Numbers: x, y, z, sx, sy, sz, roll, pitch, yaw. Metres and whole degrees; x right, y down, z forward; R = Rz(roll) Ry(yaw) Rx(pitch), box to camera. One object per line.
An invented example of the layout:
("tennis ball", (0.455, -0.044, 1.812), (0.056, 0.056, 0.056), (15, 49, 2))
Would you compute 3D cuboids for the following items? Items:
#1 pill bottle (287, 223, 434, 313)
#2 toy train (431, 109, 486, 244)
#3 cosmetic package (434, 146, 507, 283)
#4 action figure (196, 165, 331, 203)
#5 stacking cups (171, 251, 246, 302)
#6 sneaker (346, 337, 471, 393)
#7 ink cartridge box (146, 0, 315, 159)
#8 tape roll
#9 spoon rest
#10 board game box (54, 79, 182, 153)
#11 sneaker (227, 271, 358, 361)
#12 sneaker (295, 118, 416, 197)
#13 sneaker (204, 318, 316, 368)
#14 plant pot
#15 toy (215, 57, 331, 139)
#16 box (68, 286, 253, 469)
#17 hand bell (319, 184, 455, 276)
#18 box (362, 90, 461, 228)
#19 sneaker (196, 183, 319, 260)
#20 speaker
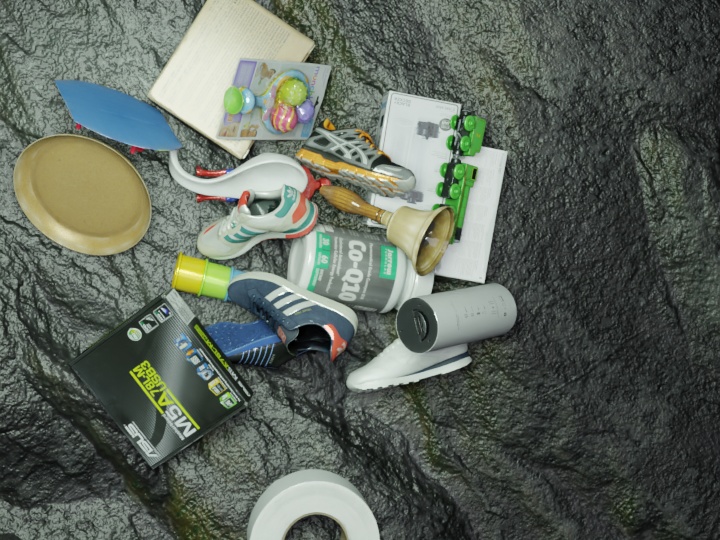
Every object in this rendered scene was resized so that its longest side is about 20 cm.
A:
("pill bottle", (0.000, 0.000, 1.526), (0.198, 0.113, 0.115), (9, 92, -18))
("toy train", (0.143, -0.133, 1.526), (0.056, 0.041, 0.203), (10, 92, -44))
("cosmetic package", (0.163, -0.088, 1.582), (0.081, 0.051, 0.203), (10, 92, -6))
("action figure", (-0.141, -0.127, 1.532), (0.197, 0.052, 0.066), (1, 98, -8))
("stacking cups", (-0.176, 0.020, 1.535), (0.197, 0.060, 0.061), (11, 92, -13))
("sneaker", (0.068, 0.131, 1.579), (0.198, 0.076, 0.082), (-16, 88, -15))
("ink cartridge box", (-0.187, -0.286, 1.500), (0.164, 0.075, 0.201), (33, 88, -11))
("tape roll", (-0.071, 0.407, 1.569), (0.200, 0.071, 0.205), (-1, 93, -9))
("spoon rest", (-0.172, -0.132, 1.463), (0.197, 0.100, 0.061), (7, 58, -7))
("board game box", (-0.337, -0.198, 1.432), (0.157, 0.200, 0.039), (12, 116, -35))
("sneaker", (-0.106, 0.068, 1.452), (0.198, 0.075, 0.085), (17, 51, 15))
("sneaker", (-0.003, -0.164, 1.500), (0.198, 0.078, 0.078), (22, 81, 28))
("sneaker", (-0.159, 0.116, 1.537), (0.197, 0.071, 0.078), (-13, 131, 8))
("plant pot", (-0.385, -0.109, 1.457), (0.197, 0.028, 0.202), (5, 128, 6))
("toy", (-0.107, -0.230, 1.455), (0.199, 0.047, 0.116), (-7, 123, -51))
("box", (-0.285, 0.156, 1.496), (0.192, 0.048, 0.201), (-33, 99, 16))
("hand bell", (0.026, -0.080, 1.491), (0.199, 0.104, 0.105), (27, 90, 25))
("box", (0.075, -0.157, 1.559), (0.115, 0.060, 0.203), (8, 92, -10))
("sneaker", (-0.161, -0.077, 1.472), (0.198, 0.093, 0.071), (-13, 55, 24))
("speaker", (0.142, 0.068, 1.522), (0.199, 0.081, 0.082), (-8, 97, -48))
